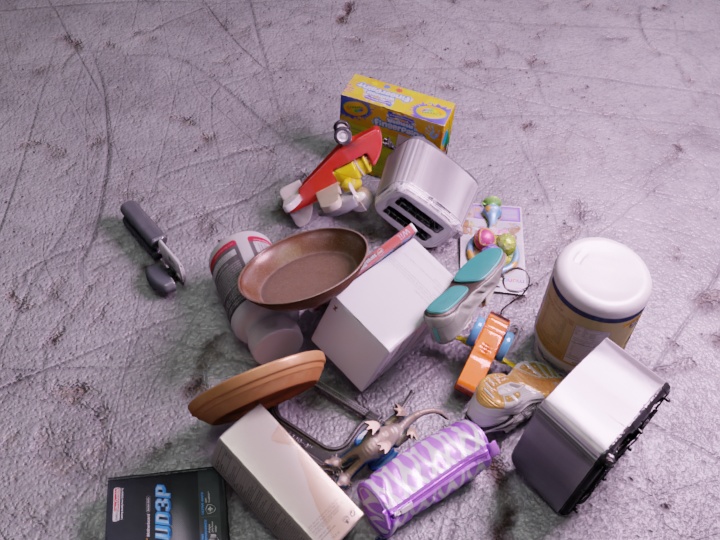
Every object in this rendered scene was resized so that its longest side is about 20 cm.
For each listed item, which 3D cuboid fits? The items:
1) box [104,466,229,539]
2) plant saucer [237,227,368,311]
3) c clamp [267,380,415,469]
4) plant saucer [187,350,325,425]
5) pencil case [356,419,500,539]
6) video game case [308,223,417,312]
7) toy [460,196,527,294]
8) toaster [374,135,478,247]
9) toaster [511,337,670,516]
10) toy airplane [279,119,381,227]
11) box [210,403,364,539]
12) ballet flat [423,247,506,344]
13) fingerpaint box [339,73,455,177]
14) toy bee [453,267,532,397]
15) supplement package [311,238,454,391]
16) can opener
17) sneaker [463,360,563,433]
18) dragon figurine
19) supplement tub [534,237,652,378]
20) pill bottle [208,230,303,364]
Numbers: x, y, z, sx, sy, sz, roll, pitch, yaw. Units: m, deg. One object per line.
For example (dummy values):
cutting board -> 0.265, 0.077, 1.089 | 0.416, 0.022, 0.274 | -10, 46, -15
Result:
box -> -0.246, 0.357, 1.071 | 0.157, 0.046, 0.202 | -4, 49, -8
plant saucer -> -0.080, 0.003, 1.216 | 0.198, 0.037, 0.201 | -13, 30, 7
c clamp -> -0.043, 0.207, 1.235 | 0.198, 0.027, 0.172 | 24, 57, 14
plant saucer -> -0.136, 0.165, 1.140 | 0.198, 0.200, 0.038 | -19, 76, -19
pencil case -> 0.088, 0.279, 1.136 | 0.199, 0.085, 0.085 | -29, 97, -26
video game case -> 0.000, 0.000, 1.300 | 0.199, 0.143, 0.018 | -37, 87, -3
toy -> 0.233, -0.053, 1.462 | 0.113, 0.048, 0.202 | 4, 49, 1
toaster -> 0.107, -0.136, 1.449 | 0.199, 0.113, 0.130 | 36, 51, -20
toaster -> 0.315, 0.212, 1.141 | 0.118, 0.201, 0.180 | 40, 58, 22
toy airplane -> -0.044, -0.146, 1.462 | 0.141, 0.199, 0.201 | 40, 59, -16
box -> -0.099, 0.282, 1.088 | 0.200, 0.095, 0.078 | 45, 55, 11
ballet flat -> 0.159, 0.039, 1.240 | 0.067, 0.064, 0.200 | 3, 33, 41
fingerpaint box -> 0.063, -0.251, 1.541 | 0.198, 0.168, 0.074 | 19, 50, 13
toy bee -> 0.207, 0.110, 1.298 | 0.200, 0.109, 0.131 | -41, 77, -8
supplement package -> 0.042, 0.064, 1.268 | 0.117, 0.118, 0.199 | 44, 48, 13
can opener -> -0.357, -0.038, 1.401 | 0.066, 0.054, 0.200 | -30, 56, -27
sneaker -> 0.227, 0.193, 1.236 | 0.198, 0.088, 0.076 | -2, 40, -38
dragon figurine -> 0.029, 0.240, 1.170 | 0.199, 0.100, 0.059 | -23, 70, -42
supplement tub -> 0.344, 0.066, 1.265 | 0.142, 0.201, 0.146 | 2, 49, -3
pill bottle -> -0.160, 0.044, 1.306 | 0.109, 0.111, 0.201 | -15, 52, -17
